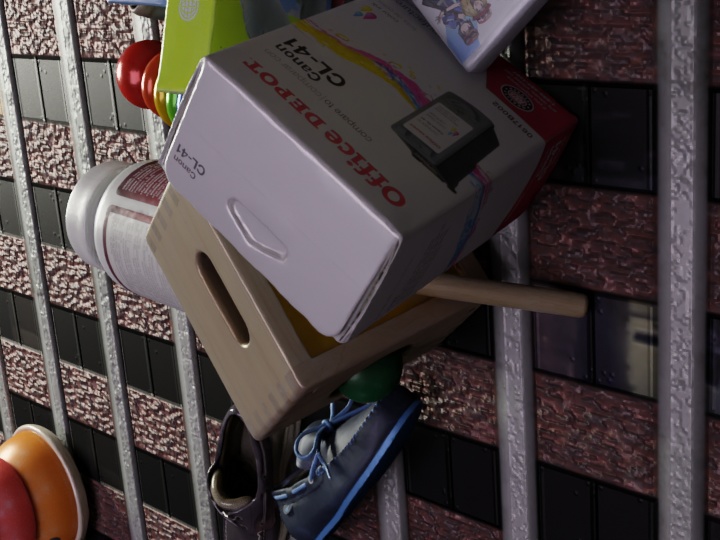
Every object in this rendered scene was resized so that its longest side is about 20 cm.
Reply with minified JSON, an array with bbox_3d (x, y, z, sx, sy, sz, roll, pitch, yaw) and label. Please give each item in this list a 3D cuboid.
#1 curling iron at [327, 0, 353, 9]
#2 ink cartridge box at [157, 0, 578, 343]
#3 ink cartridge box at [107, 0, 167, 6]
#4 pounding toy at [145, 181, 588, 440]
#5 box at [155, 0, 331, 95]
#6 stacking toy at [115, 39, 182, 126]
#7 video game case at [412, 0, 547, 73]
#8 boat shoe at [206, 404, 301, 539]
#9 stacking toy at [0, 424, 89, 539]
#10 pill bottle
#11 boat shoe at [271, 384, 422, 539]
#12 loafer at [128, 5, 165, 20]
[{"bbox_3d":[-0.001,-0.166,0.777,0.198,0.026,0.050,6,134,40],"label":"curling iron"},{"bbox_3d":[0.011,-0.071,0.656,0.147,0.199,0.086,42,130,13],"label":"ink cartridge box"},{"bbox_3d":[-0.106,-0.282,0.759,0.076,0.135,0.204,11,112,41],"label":"ink cartridge box"},{"bbox_3d":[0.000,0.000,0.740,0.202,0.182,0.142,59,149,12],"label":"pounding toy"},{"bbox_3d":[-0.063,-0.204,0.726,0.047,0.121,0.204,10,95,33],"label":"box"},{"bbox_3d":[-0.124,-0.131,0.881,0.199,0.085,0.087,25,122,42],"label":"stacking toy"},{"bbox_3d":[0.074,-0.246,0.639,0.200,0.022,0.183,-46,71,31],"label":"video game case"},{"bbox_3d":[-0.097,0.178,0.974,0.072,0.064,0.203,34,128,31],"label":"boat shoe"},{"bbox_3d":[-0.400,0.261,1.223,0.145,0.198,0.149,19,118,41],"label":"stacking toy"},{"bbox_3d":[-0.138,-0.026,0.908,0.198,0.109,0.112,16,116,42],"label":"pill bottle"},{"bbox_3d":[-0.023,0.144,0.869,0.069,0.084,0.201,43,130,11],"label":"boat shoe"},{"bbox_3d":[-0.174,-0.287,0.883,0.071,0.062,0.203,-24,87,47],"label":"loafer"}]
